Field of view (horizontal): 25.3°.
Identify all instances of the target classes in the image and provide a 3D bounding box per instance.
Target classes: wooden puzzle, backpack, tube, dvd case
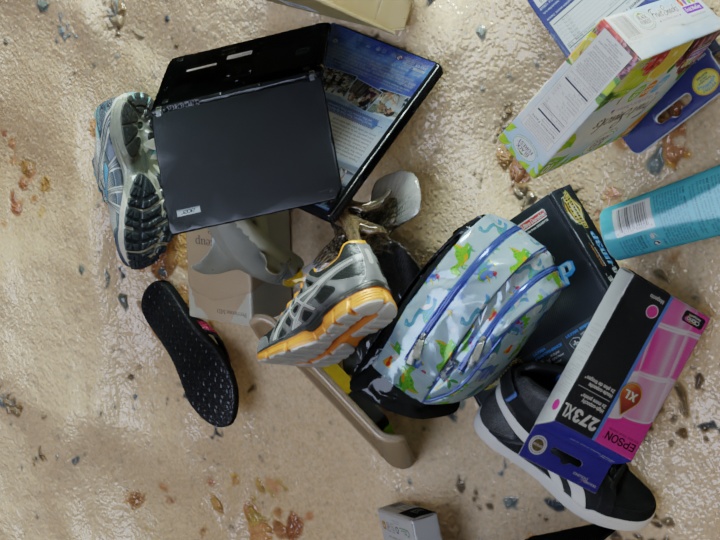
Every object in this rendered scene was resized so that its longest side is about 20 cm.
[{"bbox_3d":[-0.023,0.124,1.673,0.200,0.185,0.037,41,82,14],"label":"wooden puzzle"},{"bbox_3d":[0.099,0.043,1.516,0.153,0.163,0.201,25,101,21],"label":"backpack"},{"bbox_3d":[0.316,-0.060,1.459,0.199,0.050,0.078,-18,96,31],"label":"tube"},{"bbox_3d":[-0.027,-0.150,1.598,0.142,0.200,0.018,25,160,29],"label":"dvd case"}]

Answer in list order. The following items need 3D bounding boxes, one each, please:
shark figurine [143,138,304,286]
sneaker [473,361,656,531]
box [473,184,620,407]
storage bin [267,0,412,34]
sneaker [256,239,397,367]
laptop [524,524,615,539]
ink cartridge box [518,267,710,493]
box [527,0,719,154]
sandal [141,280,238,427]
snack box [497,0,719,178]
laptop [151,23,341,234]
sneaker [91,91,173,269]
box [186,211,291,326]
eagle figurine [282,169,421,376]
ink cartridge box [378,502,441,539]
[{"bbox_3d":[-0.147,-0.045,1.630,0.089,0.128,0.215,-35,103,16],"label":"shark figurine"},{"bbox_3d":[0.214,0.163,1.539,0.199,0.073,0.112,32,129,3],"label":"sneaker"},{"bbox_3d":[0.166,0.034,1.583,0.200,0.046,0.160,-34,82,36],"label":"box"},{"bbox_3d":[-0.067,-0.310,1.564,0.199,0.198,0.094,19,95,29],"label":"storage bin"},{"bbox_3d":[-0.035,0.038,1.523,0.200,0.078,0.078,-33,61,46],"label":"sneaker"},{"bbox_3d":[0.160,0.339,1.588,0.103,0.177,0.201,23,114,28],"label":"laptop"},{"bbox_3d":[0.235,0.106,1.487,0.094,0.037,0.201,27,95,-20],"label":"ink cartridge box"},{"bbox_3d":[0.244,-0.220,1.471,0.121,0.032,0.201,-38,80,35],"label":"box"},{"bbox_3d":[-0.186,0.091,1.848,0.075,0.045,0.200,-49,59,27],"label":"sandal"},{"bbox_3d":[0.216,-0.160,1.364,0.053,0.200,0.142,49,125,11],"label":"snack box"},{"bbox_3d":[-0.108,-0.146,1.596,0.176,0.200,0.104,-11,120,10],"label":"laptop"},{"bbox_3d":[-0.265,-0.102,1.837,0.086,0.077,0.202,4,98,46],"label":"sneaker"},{"bbox_3d":[-0.133,-0.048,1.747,0.094,0.078,0.202,6,106,32],"label":"box"},{"bbox_3d":[-0.007,0.001,1.631,0.150,0.152,0.201,2,139,15],"label":"eagle figurine"},{"bbox_3d":[0.070,0.350,1.704,0.095,0.037,0.201,179,80,-69],"label":"ink cartridge box"}]
